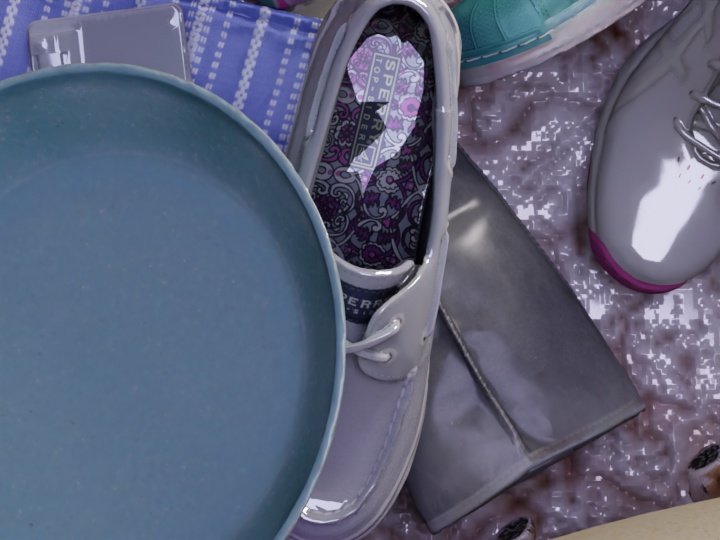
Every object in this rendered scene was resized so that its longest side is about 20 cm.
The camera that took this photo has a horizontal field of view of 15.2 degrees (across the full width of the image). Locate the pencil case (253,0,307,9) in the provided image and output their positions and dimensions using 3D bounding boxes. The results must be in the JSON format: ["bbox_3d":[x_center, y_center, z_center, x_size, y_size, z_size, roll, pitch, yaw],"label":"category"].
[{"bbox_3d":[-0.003,-0.165,0.962,0.087,0.200,0.088,7,72,-21],"label":"pencil case"}]

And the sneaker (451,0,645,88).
[{"bbox_3d":[0.096,-0.150,1.022,0.200,0.071,0.080,-40,103,-17],"label":"sneaker"}]

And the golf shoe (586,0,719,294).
[{"bbox_3d":[0.150,-0.084,1.024,0.075,0.092,0.200,30,80,-3],"label":"golf shoe"}]

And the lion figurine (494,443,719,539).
[{"bbox_3d":[0.110,0.141,0.979,0.123,0.200,0.073,56,36,-20],"label":"lion figurine"}]

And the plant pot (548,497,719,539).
[{"bbox_3d":[0.096,0.151,0.838,0.200,0.187,0.188,-29,85,-19],"label":"plant pot"}]

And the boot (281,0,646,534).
[{"bbox_3d":[-0.012,0.006,1.008,0.181,0.073,0.200,-24,91,-8],"label":"boot"}]

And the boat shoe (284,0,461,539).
[{"bbox_3d":[0.000,0.000,0.917,0.072,0.069,0.201,15,95,-1],"label":"boat shoe"}]

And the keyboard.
[{"bbox_3d":[-0.078,0.010,0.940,0.056,0.011,0.201,-7,90,2],"label":"keyboard"}]

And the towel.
[{"bbox_3d":[-0.079,-0.032,0.961,0.199,0.024,0.145,15,94,-1],"label":"towel"}]

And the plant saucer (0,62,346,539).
[{"bbox_3d":[-0.091,0.032,0.899,0.199,0.036,0.201,-4,79,21],"label":"plant saucer"}]
